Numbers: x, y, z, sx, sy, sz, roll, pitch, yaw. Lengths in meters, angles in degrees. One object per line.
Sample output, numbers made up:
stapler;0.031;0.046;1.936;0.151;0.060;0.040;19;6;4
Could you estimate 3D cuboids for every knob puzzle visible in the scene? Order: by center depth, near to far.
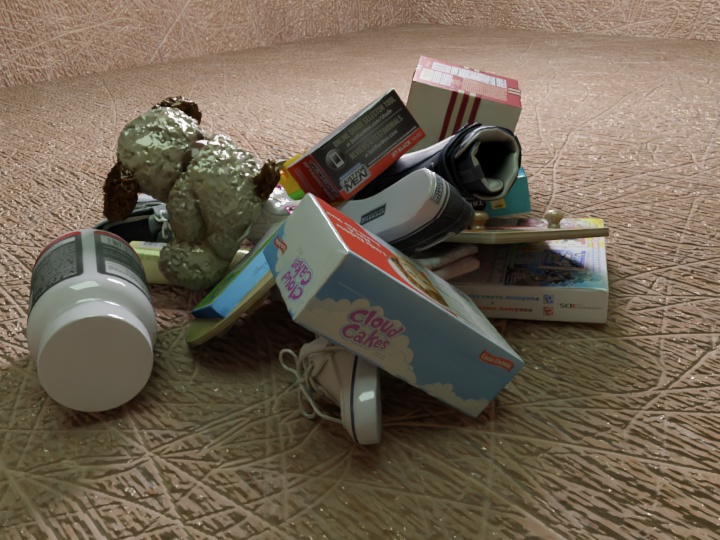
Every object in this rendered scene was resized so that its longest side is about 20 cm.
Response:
knob puzzle;0.131;-0.050;0.766;0.219;0.031;0.220;-1;5;0

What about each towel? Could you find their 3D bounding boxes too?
towel;0.000;0.000;0.768;0.191;0.032;0.200;-17;12;-21

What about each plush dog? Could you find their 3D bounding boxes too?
plush dog;-0.187;-0.106;0.786;0.172;0.160;0.200;31;55;-10

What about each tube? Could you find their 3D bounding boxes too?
tube;-0.183;-0.004;0.868;0.199;0.058;0.052;3;-9;2

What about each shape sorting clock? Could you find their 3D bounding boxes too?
shape sorting clock;-0.107;0.004;0.742;0.200;0.039;0.200;-43;11;11

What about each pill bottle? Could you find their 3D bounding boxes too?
pill bottle;-0.261;0.043;0.692;0.116;0.116;0.200;-12;26;-17

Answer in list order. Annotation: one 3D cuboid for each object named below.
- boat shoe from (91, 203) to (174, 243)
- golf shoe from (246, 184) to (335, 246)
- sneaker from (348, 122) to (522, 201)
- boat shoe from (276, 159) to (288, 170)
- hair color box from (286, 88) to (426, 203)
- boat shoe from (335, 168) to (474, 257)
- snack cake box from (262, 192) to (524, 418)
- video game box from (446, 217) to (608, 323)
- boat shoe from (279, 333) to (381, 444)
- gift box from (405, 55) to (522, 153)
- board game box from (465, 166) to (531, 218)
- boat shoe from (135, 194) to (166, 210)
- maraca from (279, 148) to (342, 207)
boat shoe;-0.250;-0.048;0.905;0.199;0.073;0.062;-5;-4;13
golf shoe;-0.092;-0.054;0.924;0.200;0.092;0.075;27;29;29
sneaker;0.077;-0.093;0.760;0.202;0.077;0.146;-31;14;2
boat shoe;-0.190;-0.119;1.096;0.200;0.075;0.068;-20;10;-35
hair color box;-0.013;-0.131;0.799;0.111;0.064;0.200;-39;10;-7
boat shoe;0.025;-0.036;0.683;0.200;0.068;0.072;-24;46;48
snack cake box;0.027;0.030;0.581;0.200;0.067;0.115;32;15;-30
video game box;0.187;-0.008;0.819;0.182;0.047;0.200;0;25;18
boat shoe;-0.027;0.085;0.619;0.086;0.075;0.202;-4;22;-2
gift box;0.125;-0.205;1.081;0.199;0.187;0.185;16;30;6
board game box;0.114;-0.091;0.916;0.199;0.047;0.151;-8;10;13
boat shoe;-0.266;-0.064;0.980;0.200;0.072;0.071;2;32;35
maraca;-0.082;-0.110;1.018;0.200;0.107;0.137;-21;5;23
